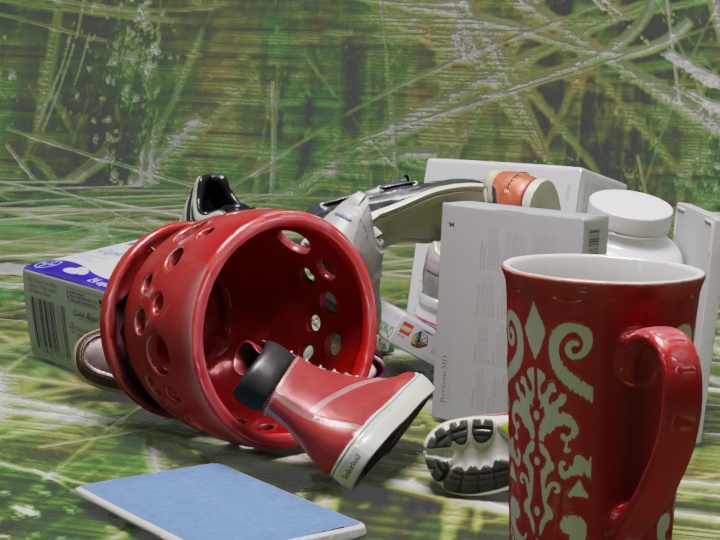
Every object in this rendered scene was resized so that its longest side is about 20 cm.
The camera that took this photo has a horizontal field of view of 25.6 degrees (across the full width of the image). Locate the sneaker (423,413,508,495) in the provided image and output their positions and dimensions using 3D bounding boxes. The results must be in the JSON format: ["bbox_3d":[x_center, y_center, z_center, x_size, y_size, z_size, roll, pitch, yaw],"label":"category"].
[{"bbox_3d":[0.150,0.136,1.233,0.199,0.077,0.085,3,3,8],"label":"sneaker"}]

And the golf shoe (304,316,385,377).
[{"bbox_3d":[-0.018,0.090,1.578,0.091,0.076,0.200,20,11,5],"label":"golf shoe"}]

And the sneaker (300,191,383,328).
[{"bbox_3d":[0.000,0.000,1.491,0.075,0.082,0.200,31,-19,16],"label":"sneaker"}]

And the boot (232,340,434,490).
[{"bbox_3d":[-0.025,0.093,1.292,0.144,0.073,0.200,35,18,10],"label":"boot"}]

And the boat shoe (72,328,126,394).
[{"bbox_3d":[-0.171,0.079,1.502,0.199,0.073,0.072,6,-19,-14],"label":"boat shoe"}]

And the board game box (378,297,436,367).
[{"bbox_3d":[0.060,0.069,1.623,0.126,0.035,0.200,29,0,-17],"label":"board game box"}]

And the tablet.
[{"bbox_3d":[-0.103,0.172,1.127,0.130,0.014,0.200,-5,10,-37],"label":"tablet"}]

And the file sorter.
[{"bbox_3d":[0.352,0.050,1.444,0.124,0.201,0.139,6,8,-2],"label":"file sorter"}]

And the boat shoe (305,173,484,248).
[{"bbox_3d":[0.035,-0.062,1.568,0.199,0.075,0.066,-21,51,-18],"label":"boat shoe"}]

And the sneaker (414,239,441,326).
[{"bbox_3d":[0.132,-0.020,1.569,0.081,0.089,0.200,22,39,30],"label":"sneaker"}]

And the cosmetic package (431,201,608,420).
[{"bbox_3d":[0.140,0.044,1.413,0.150,0.201,0.052,9,9,36],"label":"cosmetic package"}]

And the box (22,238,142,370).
[{"bbox_3d":[-0.220,0.034,1.659,0.199,0.105,0.184,-15,17,-37],"label":"box"}]

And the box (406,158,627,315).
[{"bbox_3d":[0.174,-0.015,1.767,0.198,0.201,0.131,6,-3,33],"label":"box"}]

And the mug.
[{"bbox_3d":[0.152,0.099,1.033,0.133,0.201,0.178,4,9,10],"label":"mug"}]

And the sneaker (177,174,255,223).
[{"bbox_3d":[-0.124,-0.018,1.540,0.075,0.088,0.200,-9,42,-33],"label":"sneaker"}]

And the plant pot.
[{"bbox_3d":[-0.114,0.044,1.372,0.200,0.202,0.182,-5,8,-40],"label":"plant pot"}]

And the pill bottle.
[{"bbox_3d":[0.234,0.032,1.466,0.112,0.201,0.113,5,22,-2],"label":"pill bottle"}]

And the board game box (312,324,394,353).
[{"bbox_3d":[-0.073,0.081,1.746,0.199,0.024,0.105,-4,12,-32],"label":"board game box"}]

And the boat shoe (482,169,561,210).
[{"bbox_3d":[0.157,-0.005,1.500,0.062,0.201,0.071,16,42,36],"label":"boat shoe"}]
